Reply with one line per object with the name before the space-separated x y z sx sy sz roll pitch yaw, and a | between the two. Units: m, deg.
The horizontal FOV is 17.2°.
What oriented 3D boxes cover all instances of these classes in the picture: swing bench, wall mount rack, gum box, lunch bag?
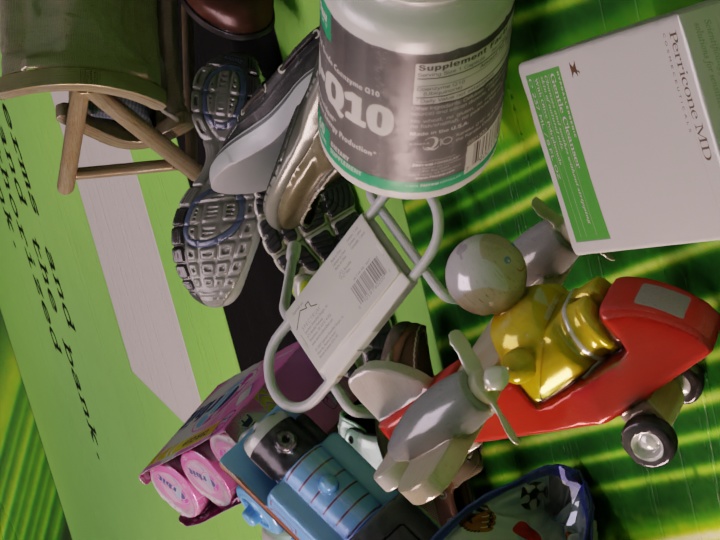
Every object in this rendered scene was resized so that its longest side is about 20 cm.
swing bench | -0.204 -0.193 1.875 0.200 0.130 0.199 72 -167 -67
wall mount rack | 0.000 0.000 1.643 0.200 0.075 0.174 -51 55 27
gum box | -0.094 0.134 1.933 0.066 0.114 0.200 47 150 -7
lunch bag | 0.089 0.242 1.555 0.124 0.200 0.170 26 145 19

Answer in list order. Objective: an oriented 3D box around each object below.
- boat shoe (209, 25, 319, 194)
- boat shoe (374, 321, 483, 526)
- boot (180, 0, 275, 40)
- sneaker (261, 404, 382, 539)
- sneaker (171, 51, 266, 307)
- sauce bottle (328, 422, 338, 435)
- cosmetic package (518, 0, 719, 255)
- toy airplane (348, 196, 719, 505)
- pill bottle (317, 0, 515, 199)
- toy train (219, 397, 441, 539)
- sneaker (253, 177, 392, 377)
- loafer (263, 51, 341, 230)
boat shoe | -0.050 -0.115 1.718 0.200 0.069 0.057 -37 56 51
boat shoe | 0.055 0.130 1.722 0.076 0.072 0.200 -57 -37 -65
boot | -0.105 -0.293 1.752 0.200 0.068 0.188 98 160 -54
sneaker | -0.007 0.159 1.842 0.200 0.074 0.118 -10 104 39
sneaker | -0.092 -0.066 1.860 0.087 0.074 0.200 31 -114 -62
sauce bottle | -0.020 0.150 1.985 0.200 0.065 0.065 26 134 65
cosmetic package | 0.158 -0.071 1.121 0.200 0.085 0.108 170 83 -74
toy airplane | 0.077 0.044 1.316 0.141 0.199 0.200 65 168 -22
pill bottle | 0.032 -0.143 1.387 0.113 0.113 0.200 59 160 33
toy train | -0.011 0.173 1.654 0.200 0.087 0.114 44 162 14
sneaker | -0.035 -0.012 1.835 0.080 0.077 0.200 -137 30 -75
loafer | -0.014 -0.089 1.608 0.200 0.070 0.075 116 172 -52
